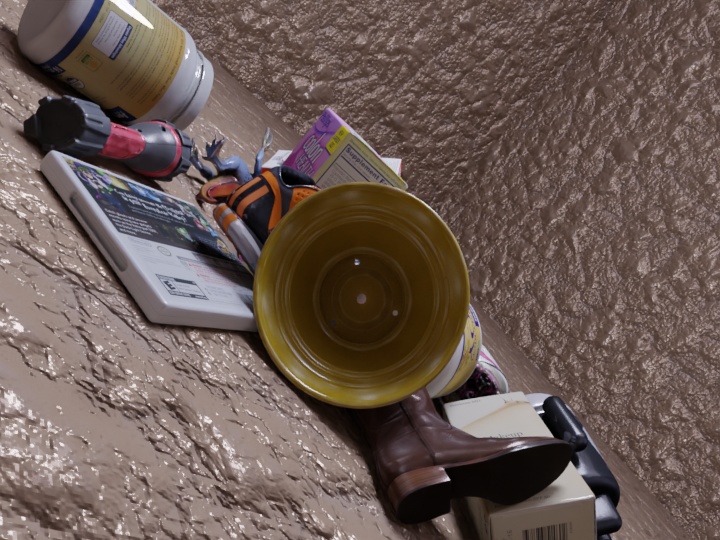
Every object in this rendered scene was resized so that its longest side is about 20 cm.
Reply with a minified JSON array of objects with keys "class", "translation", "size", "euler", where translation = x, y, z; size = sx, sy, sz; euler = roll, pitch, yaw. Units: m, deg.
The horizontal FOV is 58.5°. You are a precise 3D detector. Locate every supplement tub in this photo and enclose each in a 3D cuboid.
[{"class":"supplement tub","translation":[0.070,0.084,0.783],"size":[0.146,0.146,0.200],"euler":[46,10,19]},{"class":"supplement tub","translation":[-0.293,-0.269,0.792],"size":[0.199,0.145,0.145],"euler":[33,13,-48]}]

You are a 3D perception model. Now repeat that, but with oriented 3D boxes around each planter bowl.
[{"class":"planter bowl","translation":[0.001,0.025,0.617],"size":[0.200,0.201,0.083],"euler":[43,-5,5]}]

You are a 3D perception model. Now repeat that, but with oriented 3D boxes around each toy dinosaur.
[{"class":"toy dinosaur","translation":[-0.187,-0.121,0.936],"size":[0.182,0.103,0.204],"euler":[48,36,-50]}]

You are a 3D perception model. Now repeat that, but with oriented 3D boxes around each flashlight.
[{"class":"flashlight","translation":[-0.239,-0.132,0.650],"size":[0.068,0.068,0.200],"euler":[39,7,5]}]

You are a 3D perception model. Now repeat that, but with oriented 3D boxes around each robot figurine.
[{"class":"robot figurine","translation":[0.240,0.247,0.794],"size":[0.124,0.151,0.201],"euler":[29,23,-30]}]

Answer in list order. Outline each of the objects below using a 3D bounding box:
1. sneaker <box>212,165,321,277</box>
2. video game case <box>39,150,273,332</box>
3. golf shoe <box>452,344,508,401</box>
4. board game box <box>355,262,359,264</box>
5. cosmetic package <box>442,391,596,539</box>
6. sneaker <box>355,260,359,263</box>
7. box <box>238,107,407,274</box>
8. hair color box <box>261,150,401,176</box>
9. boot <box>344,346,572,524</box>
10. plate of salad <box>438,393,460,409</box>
[{"class":"sneaker","translation":[-0.061,-0.023,0.668],"size":[0.077,0.112,0.201],"euler":[42,-15,37]},{"class":"video game case","translation":[-0.168,-0.017,0.586],"size":[0.182,0.023,0.199],"euler":[48,10,20]},{"class":"golf shoe","translation":[0.129,0.114,0.917],"size":[0.201,0.073,0.092],"euler":[49,25,17]},{"class":"board game box","translation":[0.000,0.000,0.801],"size":[0.039,0.157,0.200],"euler":[53,10,5]},{"class":"cosmetic package","translation":[0.154,0.210,0.663],"size":[0.200,0.101,0.075],"euler":[-109,-169,-72]},{"class":"sneaker","translation":[-0.016,-0.053,0.960],"size":[0.202,0.112,0.076],"euler":[-78,159,-54]},{"class":"box","translation":[-0.058,-0.083,0.807],"size":[0.096,0.200,0.176],"euler":[38,10,-23]},{"class":"hair color box","translation":[-0.040,-0.132,0.959],"size":[0.195,0.065,0.111],"euler":[6,23,5]},{"class":"boot","translation":[0.076,0.133,0.617],"size":[0.182,0.065,0.200],"euler":[-4,28,-19]},{"class":"plate of salad","translation":[0.182,0.226,0.946],"size":[0.200,0.048,0.200],"euler":[42,8,-8]}]
